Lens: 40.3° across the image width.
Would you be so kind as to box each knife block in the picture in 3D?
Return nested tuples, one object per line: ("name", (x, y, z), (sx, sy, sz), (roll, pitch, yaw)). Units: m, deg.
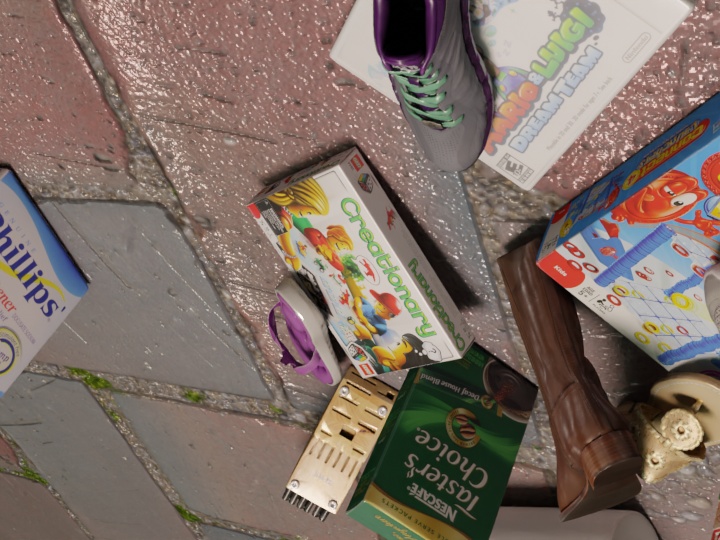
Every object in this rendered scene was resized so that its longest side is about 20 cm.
("knife block", (-0.025, 0.195, 1.121), (0.064, 0.176, 0.201), (27, 98, 1))

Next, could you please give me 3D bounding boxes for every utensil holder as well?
("utensil holder", (0.200, 0.333, 1.029), (0.198, 0.171, 0.171), (-10, 128, 37))

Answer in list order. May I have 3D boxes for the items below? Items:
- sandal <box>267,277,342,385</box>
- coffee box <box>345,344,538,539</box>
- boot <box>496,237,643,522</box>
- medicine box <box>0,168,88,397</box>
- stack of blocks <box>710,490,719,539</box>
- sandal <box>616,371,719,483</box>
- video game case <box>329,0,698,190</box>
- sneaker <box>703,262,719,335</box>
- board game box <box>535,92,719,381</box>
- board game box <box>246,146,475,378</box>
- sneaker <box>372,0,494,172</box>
("sandal", (-0.064, 0.066, 0.956), (0.083, 0.050, 0.203), (49, 167, 24))
("coffee box", (0.079, 0.160, 0.880), (0.122, 0.201, 0.044), (35, 143, -7))
("boot", (0.161, 0.089, 0.799), (0.064, 0.202, 0.187), (-16, 151, -8))
("medicine box", (-0.424, 0.020, 1.058), (0.102, 0.201, 0.183), (6, 137, 32))
("stack of blocks", (0.372, 0.173, 0.771), (0.058, 0.116, 0.200), (34, 144, -7))
("sandal", (0.245, 0.143, 0.799), (0.077, 0.070, 0.212), (33, 165, 4))
("video game case", (0.089, -0.161, 0.653), (0.181, 0.024, 0.200), (33, 143, -3))
("sneaker", (0.286, 0.075, 0.648), (0.074, 0.082, 0.200), (-15, 124, 43))
("board game box", (0.261, -0.005, 0.689), (0.199, 0.056, 0.196), (37, 143, -9))
("board game box", (0.000, 0.000, 0.862), (0.126, 0.035, 0.201), (-18, 112, 44))
("sneaker", (0.036, -0.131, 0.631), (0.074, 0.088, 0.201), (9, 137, 25))
